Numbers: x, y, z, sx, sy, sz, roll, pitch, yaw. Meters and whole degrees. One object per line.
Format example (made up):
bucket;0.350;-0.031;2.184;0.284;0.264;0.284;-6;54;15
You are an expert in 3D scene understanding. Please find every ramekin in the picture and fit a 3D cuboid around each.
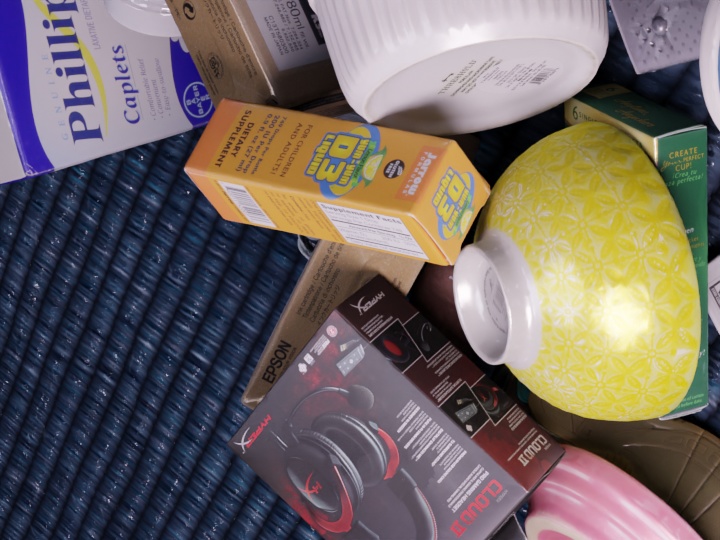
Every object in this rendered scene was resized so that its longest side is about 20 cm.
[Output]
ramekin;0.068;-0.166;1.630;0.200;0.199;0.106;-38;58;54

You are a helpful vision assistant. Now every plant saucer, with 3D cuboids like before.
plant saucer;0.184;0.208;1.733;0.200;0.051;0.201;41;162;17

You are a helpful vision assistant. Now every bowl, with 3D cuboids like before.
bowl;0.125;0.011;1.637;0.200;0.107;0.201;44;141;52

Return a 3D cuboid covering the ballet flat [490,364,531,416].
ballet flat;0.121;0.089;1.824;0.069;0.068;0.201;-98;25;-56

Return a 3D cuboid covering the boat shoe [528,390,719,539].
boat shoe;0.204;0.139;1.736;0.200;0.072;0.066;34;164;24

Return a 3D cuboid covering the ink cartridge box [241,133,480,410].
ink cartridge box;0.000;0.000;1.814;0.075;0.165;0.201;27;123;-1

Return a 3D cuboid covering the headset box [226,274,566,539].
headset box;0.031;0.128;1.711;0.200;0.075;0.149;44;123;6

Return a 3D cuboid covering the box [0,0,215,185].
box;-0.239;-0.181;2.059;0.105;0.199;0.185;-5;103;53

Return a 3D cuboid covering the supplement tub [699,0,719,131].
supplement tub;0.304;-0.114;1.399;0.199;0.144;0.146;20;122;48

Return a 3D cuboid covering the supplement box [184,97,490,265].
supplement box;-0.017;-0.060;1.662;0.199;0.067;0.069;13;154;34

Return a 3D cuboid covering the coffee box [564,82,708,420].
coffee box;0.184;-0.015;1.680;0.123;0.044;0.201;-143;45;-57

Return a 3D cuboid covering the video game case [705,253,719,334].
video game case;0.309;0.053;1.583;0.182;0.023;0.201;-42;71;54

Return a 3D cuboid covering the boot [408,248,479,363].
boot;0.041;0.077;1.799;0.072;0.167;0.200;31;165;7

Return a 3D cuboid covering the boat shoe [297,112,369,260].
boat shoe;-0.019;-0.039;1.940;0.070;0.071;0.202;25;126;46

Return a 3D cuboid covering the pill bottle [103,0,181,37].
pill bottle;-0.144;-0.290;1.950;0.116;0.115;0.201;43;137;33

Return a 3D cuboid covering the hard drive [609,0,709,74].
hard drive;0.200;-0.233;1.553;0.134;0.042;0.201;-12;96;44

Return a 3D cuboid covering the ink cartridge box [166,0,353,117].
ink cartridge box;-0.055;-0.208;1.812;0.075;0.164;0.201;-35;78;51
